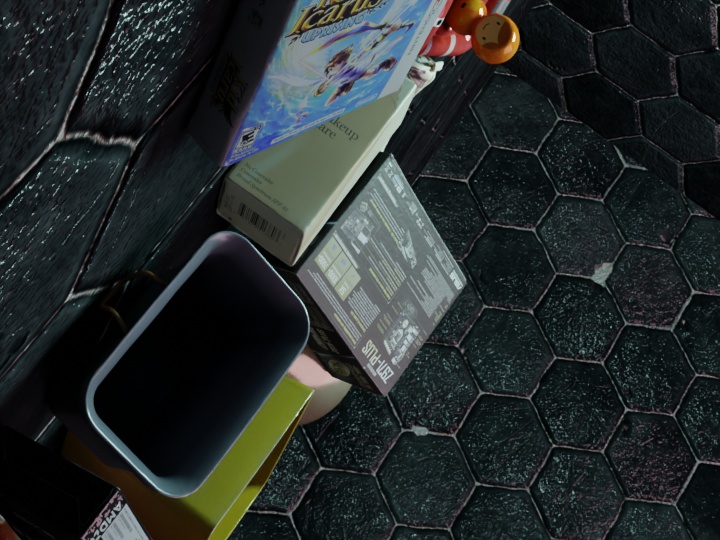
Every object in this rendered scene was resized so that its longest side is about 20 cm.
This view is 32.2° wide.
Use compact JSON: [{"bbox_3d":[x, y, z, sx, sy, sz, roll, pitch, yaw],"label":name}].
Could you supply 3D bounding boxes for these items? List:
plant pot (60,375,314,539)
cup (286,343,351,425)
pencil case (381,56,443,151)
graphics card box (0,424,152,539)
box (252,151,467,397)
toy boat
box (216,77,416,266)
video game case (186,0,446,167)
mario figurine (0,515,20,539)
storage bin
[{"bbox_3d":[-0.189,0.185,1.237,0.200,0.175,0.201,-53,174,-43],"label":"plant pot"},{"bbox_3d":[-0.114,0.069,1.370,0.201,0.200,0.143,-55,153,12],"label":"cup"},{"bbox_3d":[0.009,-0.169,1.403,0.201,0.089,0.078,-57,176,15],"label":"pencil case"},{"bbox_3d":[-0.214,0.214,0.977,0.051,0.124,0.201,-52,147,-27],"label":"graphics card box"},{"bbox_3d":[0.000,0.000,1.285,0.164,0.086,0.201,-53,132,-21],"label":"box"},{"bbox_3d":[0.114,-0.270,1.328,0.199,0.131,0.131,-15,142,-56],"label":"toy boat"},{"bbox_3d":[-0.040,-0.115,1.177,0.201,0.094,0.078,-55,177,-26],"label":"box"},{"bbox_3d":[-0.014,-0.175,0.880,0.199,0.045,0.182,-30,160,-41],"label":"video game case"},{"bbox_3d":[-0.297,0.255,1.044,0.200,0.106,0.124,-49,172,-48],"label":"mario figurine"},{"bbox_3d":[-0.166,0.072,1.024,0.134,0.146,0.201,-11,-144,52],"label":"storage bin"}]
